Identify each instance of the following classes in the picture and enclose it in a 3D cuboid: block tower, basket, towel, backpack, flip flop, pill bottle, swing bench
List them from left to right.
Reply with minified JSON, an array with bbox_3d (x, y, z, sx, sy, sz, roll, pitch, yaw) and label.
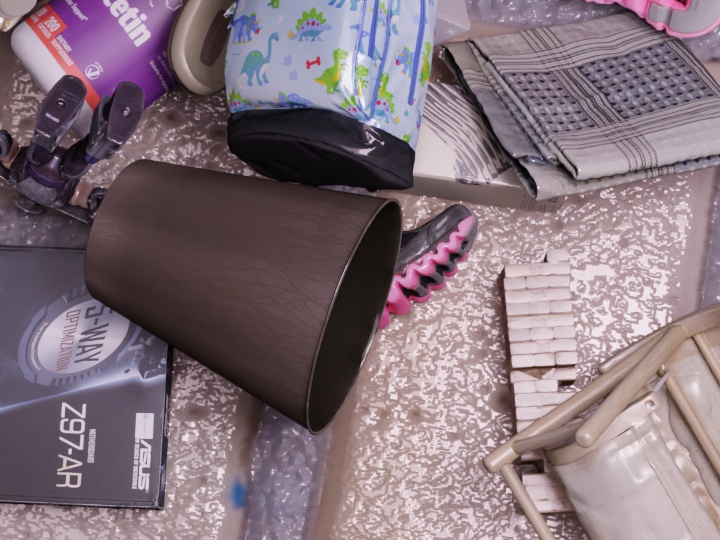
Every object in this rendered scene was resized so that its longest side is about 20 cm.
[{"bbox_3d":[-0.170,-0.199,1.504,0.200,0.112,0.113,-39,82,-5],"label":"pill bottle"},{"bbox_3d":[-0.091,0.000,1.407,0.199,0.136,0.182,21,94,16],"label":"basket"},{"bbox_3d":[-0.087,-0.227,1.439,0.081,0.057,0.201,29,75,-32],"label":"flip flop"},{"bbox_3d":[-0.018,-0.175,1.381,0.162,0.154,0.201,10,70,40],"label":"backpack"},{"bbox_3d":[0.142,0.088,1.483,0.057,0.054,0.202,-3,80,-1],"label":"block tower"},{"bbox_3d":[0.182,-0.136,1.460,0.198,0.035,0.193,-12,46,-18],"label":"towel"},{"bbox_3d":[0.235,0.162,1.406,0.199,0.129,0.200,-34,95,-34],"label":"swing bench"}]

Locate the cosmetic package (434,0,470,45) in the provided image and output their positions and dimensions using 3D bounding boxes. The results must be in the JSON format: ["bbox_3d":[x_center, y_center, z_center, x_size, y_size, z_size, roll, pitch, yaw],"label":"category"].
[{"bbox_3d":[0.009,-0.269,1.499,0.106,0.090,0.202,-22,68,31],"label":"cosmetic package"}]

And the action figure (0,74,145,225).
[{"bbox_3d":[-0.234,-0.084,1.451,0.129,0.200,0.070,19,63,-17],"label":"action figure"}]

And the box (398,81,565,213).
[{"bbox_3d":[0.068,-0.102,1.508,0.198,0.068,0.083,7,80,1],"label":"box"}]

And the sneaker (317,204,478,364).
[{"bbox_3d":[0.000,0.000,1.496,0.199,0.079,0.096,-36,71,-6],"label":"sneaker"}]

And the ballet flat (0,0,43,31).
[{"bbox_3d":[-0.271,-0.220,1.469,0.070,0.200,0.071,4,81,-28],"label":"ballet flat"}]

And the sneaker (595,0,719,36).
[{"bbox_3d":[0.218,-0.252,1.529,0.199,0.095,0.079,32,124,22],"label":"sneaker"}]

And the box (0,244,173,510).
[{"bbox_3d":[-0.228,0.084,1.493,0.159,0.044,0.202,3,80,1],"label":"box"}]
